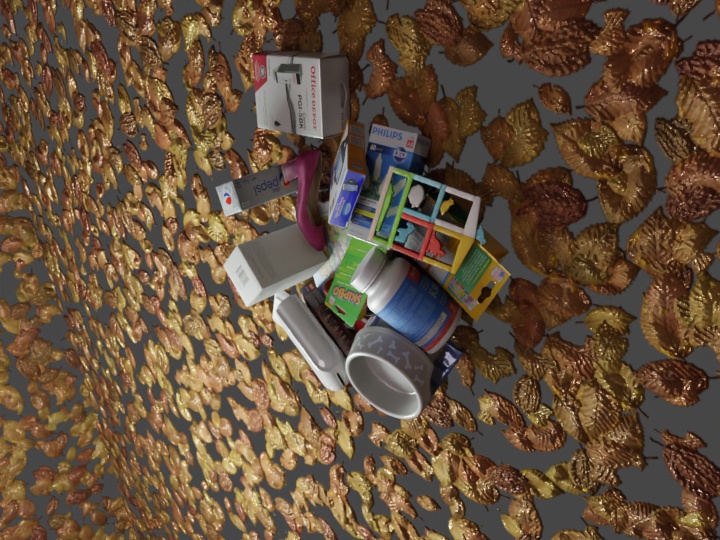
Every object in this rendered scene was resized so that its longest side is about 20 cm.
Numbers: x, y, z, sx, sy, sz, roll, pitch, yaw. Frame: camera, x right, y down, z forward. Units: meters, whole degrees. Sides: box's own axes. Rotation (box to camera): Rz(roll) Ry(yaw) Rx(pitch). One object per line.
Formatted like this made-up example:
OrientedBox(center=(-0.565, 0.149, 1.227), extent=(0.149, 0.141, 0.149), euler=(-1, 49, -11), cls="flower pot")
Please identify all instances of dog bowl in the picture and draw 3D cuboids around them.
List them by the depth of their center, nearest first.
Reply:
OrientedBox(center=(0.055, 0.203, 1.118), extent=(0.196, 0.059, 0.204), euler=(26, 142, 22), cls="dog bowl")

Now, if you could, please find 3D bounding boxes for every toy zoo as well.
OrientedBox(center=(0.120, -0.082, 0.986), extent=(0.194, 0.020, 0.135), euler=(22, 101, 13), cls="toy zoo")

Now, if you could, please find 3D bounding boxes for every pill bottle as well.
OrientedBox(center=(0.080, 0.050, 1.065), extent=(0.198, 0.114, 0.112), euler=(37, 135, -8), cls="pill bottle")

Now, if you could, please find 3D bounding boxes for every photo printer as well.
OrientedBox(center=(-0.094, 0.165, 1.250), extent=(0.201, 0.069, 0.168), euler=(50, 169, 23), cls="photo printer")

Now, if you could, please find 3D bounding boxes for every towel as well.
OrientedBox(center=(0.091, 0.157, 1.161), extent=(0.198, 0.024, 0.149), euler=(37, 108, 7), cls="towel")

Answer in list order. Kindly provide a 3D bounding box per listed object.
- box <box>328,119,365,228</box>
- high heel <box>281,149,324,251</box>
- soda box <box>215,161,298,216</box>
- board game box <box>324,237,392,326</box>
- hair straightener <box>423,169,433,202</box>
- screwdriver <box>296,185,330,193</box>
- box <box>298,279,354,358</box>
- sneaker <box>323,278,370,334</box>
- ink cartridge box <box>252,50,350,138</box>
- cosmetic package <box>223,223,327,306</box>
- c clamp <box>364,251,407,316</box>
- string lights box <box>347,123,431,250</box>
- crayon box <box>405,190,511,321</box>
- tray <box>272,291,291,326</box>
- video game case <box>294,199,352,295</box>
OrientedBox(center=(-0.026, -0.177, 1.082), extent=(0.040, 0.204, 0.121), euler=(14, 130, -11), cls="box")
OrientedBox(center=(-0.092, -0.146, 1.221), extent=(0.093, 0.067, 0.207), euler=(-15, 97, 24), cls="high heel")
OrientedBox(center=(-0.203, -0.177, 1.229), extent=(0.067, 0.198, 0.065), euler=(-9, 105, 44), cls="soda box")
OrientedBox(center=(0.000, 0.000, 1.148), extent=(0.095, 0.030, 0.205), euler=(34, 104, 36), cls="board game box")
OrientedBox(center=(0.054, -0.158, 1.102), extent=(0.195, 0.041, 0.080), euler=(-2, 108, 40), cls="hair straightener")
OrientedBox(center=(-0.077, -0.176, 1.242), extent=(0.196, 0.027, 0.030), euler=(11, 87, 47), cls="screwdriver")
OrientedBox(center=(-0.064, 0.129, 1.303), extent=(0.202, 0.039, 0.137), euler=(53, 167, 13), cls="box")
OrientedBox(center=(-0.010, 0.114, 1.249), extent=(0.198, 0.078, 0.117), euler=(36, 132, 12), cls="sneaker")
OrientedBox(center=(-0.119, -0.352, 1.154), extent=(0.196, 0.082, 0.152), euler=(18, 119, 38), cls="ink cartridge box")
OrientedBox(center=(-0.178, -0.018, 1.246), extent=(0.085, 0.197, 0.109), euler=(-42, 77, 43), cls="cosmetic package")
OrientedBox(center=(0.020, -0.021, 1.168), extent=(0.169, 0.027, 0.206), euler=(31, 105, 37), cls="c clamp")
OrientedBox(center=(0.051, -0.150, 1.054), extent=(0.100, 0.058, 0.207), euler=(19, 101, 32), cls="string lights box")
OrientedBox(center=(0.176, -0.027, 1.043), extent=(0.200, 0.051, 0.127), euler=(46, 133, 19), cls="crayon box")
OrientedBox(center=(-0.156, 0.132, 1.451), extent=(0.197, 0.022, 0.110), euler=(33, 127, 29), cls="tray")
OrientedBox(center=(-0.057, -0.049, 1.276), extent=(0.178, 0.022, 0.207), euler=(-7, 103, 45), cls="video game case")
